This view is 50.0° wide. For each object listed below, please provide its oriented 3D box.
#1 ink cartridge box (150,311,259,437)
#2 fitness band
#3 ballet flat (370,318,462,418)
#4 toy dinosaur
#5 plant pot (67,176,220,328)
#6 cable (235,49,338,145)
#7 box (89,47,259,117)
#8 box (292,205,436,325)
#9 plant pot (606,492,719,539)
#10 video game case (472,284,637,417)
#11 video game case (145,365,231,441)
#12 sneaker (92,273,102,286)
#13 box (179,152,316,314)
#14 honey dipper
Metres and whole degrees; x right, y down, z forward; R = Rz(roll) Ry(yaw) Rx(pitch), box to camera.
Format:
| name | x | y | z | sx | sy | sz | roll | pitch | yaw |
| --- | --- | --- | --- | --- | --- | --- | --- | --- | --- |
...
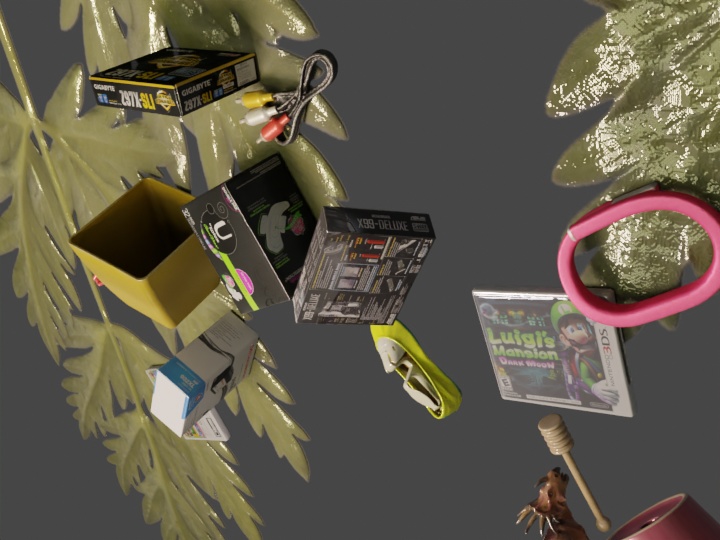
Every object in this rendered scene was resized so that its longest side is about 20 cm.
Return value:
| name | x | y | z | sx | sy | sz | roll | pitch | yaw |
| --- | --- | --- | --- | --- | --- | --- | --- | --- | --- |
| ink cartridge box | -0.294 | 0.195 | 1.469 | 0.083 | 0.200 | 0.146 | 35 | 137 | 14 |
| fitness band | 0.315 | -0.013 | 0.872 | 0.199 | 0.037 | 0.145 | -27 | 97 | 41 |
| ballet flat | 0.076 | 0.149 | 1.198 | 0.200 | 0.067 | 0.067 | 47 | 140 | 6 |
| toy dinosaur | 0.285 | 0.405 | 1.119 | 0.135 | 0.202 | 0.086 | 34 | 133 | -28 |
| plant pot | -0.364 | -0.017 | 1.397 | 0.198 | 0.200 | 0.178 | 23 | 143 | 29 |
| cable | -0.098 | -0.234 | 1.092 | 0.199 | 0.050 | 0.098 | -16 | 108 | 48 |
| box | -0.274 | -0.281 | 1.137 | 0.198 | 0.159 | 0.050 | 15 | 129 | 35 |
| box | 0.000 | 0.000 | 1.098 | 0.201 | 0.156 | 0.050 | 112 | 154 | -46 |
| plant pot | 0.419 | 0.397 | 0.986 | 0.180 | 0.199 | 0.200 | 58 | 142 | 17 |
| video game case | 0.257 | 0.105 | 1.034 | 0.198 | 0.023 | 0.184 | 1 | 119 | 42 |
| video game case | -0.397 | 0.304 | 1.779 | 0.181 | 0.022 | 0.202 | -11 | 111 | 46 |
| sneaker | -0.491 | -0.019 | 1.580 | 0.074 | 0.087 | 0.200 | 50 | 139 | 0 |
| box | -0.161 | -0.055 | 1.225 | 0.148 | 0.124 | 0.202 | -18 | 105 | 48 |
| honey dipper | 0.313 | 0.298 | 1.113 | 0.038 | 0.038 | 0.201 | -14 | 110 | 46 |
